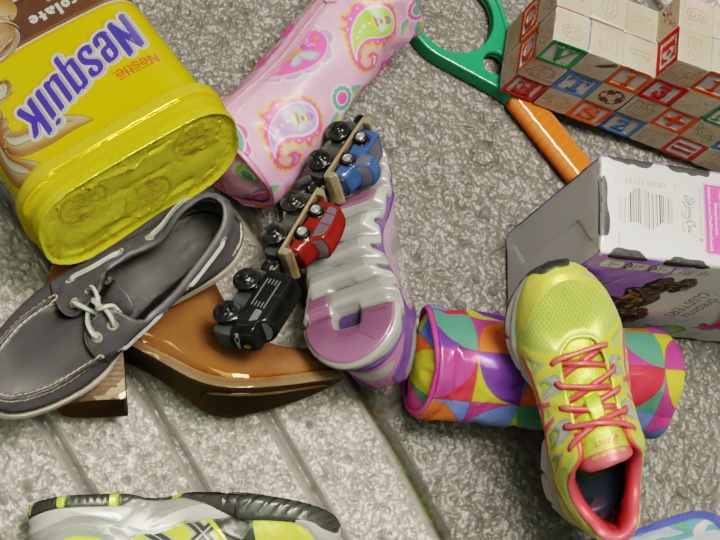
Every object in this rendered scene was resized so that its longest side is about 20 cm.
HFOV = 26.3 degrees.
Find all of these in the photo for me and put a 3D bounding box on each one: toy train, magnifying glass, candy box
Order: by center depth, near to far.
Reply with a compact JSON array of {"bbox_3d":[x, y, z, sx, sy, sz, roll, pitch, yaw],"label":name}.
[{"bbox_3d":[-0.034,-0.028,1.018,0.046,0.034,0.201,15,57,24],"label":"toy train"},{"bbox_3d":[0.225,-0.008,1.088,0.199,0.168,0.072,6,71,-14],"label":"candy box"},{"bbox_3d":[0.106,-0.150,1.177,0.079,0.022,0.200,-37,85,-23],"label":"magnifying glass"}]

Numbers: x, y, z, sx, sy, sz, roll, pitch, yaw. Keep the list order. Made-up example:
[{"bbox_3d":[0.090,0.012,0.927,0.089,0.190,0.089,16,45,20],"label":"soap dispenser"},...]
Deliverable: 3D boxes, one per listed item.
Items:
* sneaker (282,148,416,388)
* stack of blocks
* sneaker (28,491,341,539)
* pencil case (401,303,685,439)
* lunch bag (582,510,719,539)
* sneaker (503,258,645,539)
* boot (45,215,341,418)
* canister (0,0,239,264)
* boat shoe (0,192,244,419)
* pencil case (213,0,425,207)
[{"bbox_3d":[0.000,0.000,1.069,0.080,0.089,0.201,-18,51,16],"label":"sneaker"},{"bbox_3d":[0.219,-0.151,1.146,0.199,0.115,0.059,18,64,-16],"label":"stack of blocks"},{"bbox_3d":[-0.111,0.181,0.988,0.199,0.075,0.077,-1,81,-6],"label":"sneaker"},{"bbox_3d":[0.129,0.072,1.083,0.199,0.088,0.089,7,72,-17],"label":"pencil case"},{"bbox_3d":[0.239,0.254,1.003,0.199,0.128,0.170,8,34,-15],"label":"lunch bag"},{"bbox_3d":[0.151,0.089,0.999,0.078,0.090,0.201,-17,111,-4],"label":"sneaker"},{"bbox_3d":[-0.114,0.018,1.038,0.199,0.077,0.156,-2,70,-10],"label":"boot"},{"bbox_3d":[-0.195,-0.122,1.010,0.148,0.087,0.200,-32,66,-15],"label":"canister"},{"bbox_3d":[-0.158,0.016,0.958,0.200,0.063,0.073,-36,79,-15],"label":"boat shoe"},{"bbox_3d":[-0.038,-0.138,1.092,0.087,0.087,0.200,39,70,-2],"label":"pencil case"}]
